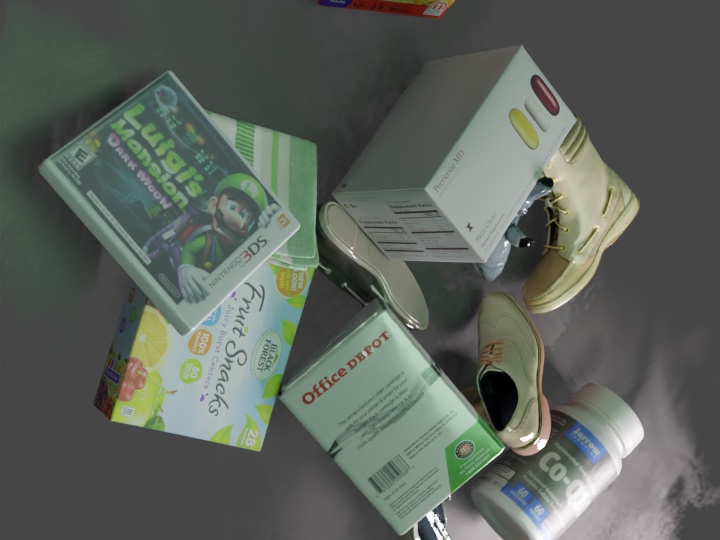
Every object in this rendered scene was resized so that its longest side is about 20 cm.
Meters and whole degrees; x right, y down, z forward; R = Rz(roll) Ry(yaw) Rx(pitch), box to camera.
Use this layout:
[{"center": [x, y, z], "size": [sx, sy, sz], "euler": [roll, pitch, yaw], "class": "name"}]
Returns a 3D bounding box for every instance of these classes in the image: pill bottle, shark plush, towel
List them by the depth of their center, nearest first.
[{"center": [-0.129, -0.087, 1.273], "size": [0.200, 0.023, 0.153], "euler": [14, 62, -30], "class": "towel"}, {"center": [0.168, -0.058, 1.408], "size": [0.091, 0.200, 0.083], "euler": [-19, 77, -37], "class": "shark plush"}, {"center": [0.237, 0.233, 1.536], "size": [0.200, 0.114, 0.114], "euler": [-42, 117, -18], "class": "pill bottle"}]

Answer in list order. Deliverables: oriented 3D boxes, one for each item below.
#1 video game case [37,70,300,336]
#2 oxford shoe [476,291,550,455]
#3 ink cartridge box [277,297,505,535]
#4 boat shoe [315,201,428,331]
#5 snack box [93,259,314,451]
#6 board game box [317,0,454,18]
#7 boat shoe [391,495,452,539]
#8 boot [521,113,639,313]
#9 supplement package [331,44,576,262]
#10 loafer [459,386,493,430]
[{"center": [-0.171, -0.067, 1.201], "size": [0.200, 0.023, 0.182], "euler": [50, 48, -7], "class": "video game case"}, {"center": [0.162, 0.103, 1.438], "size": [0.071, 0.200, 0.074], "euler": [-29, 143, 24], "class": "oxford shoe"}, {"center": [0.029, 0.149, 1.350], "size": [0.147, 0.083, 0.200], "euler": [-39, 100, 1], "class": "ink cartridge box"}, {"center": [0.000, 0.000, 1.394], "size": [0.200, 0.057, 0.067], "euler": [46, 40, -32], "class": "boat shoe"}, {"center": [-0.155, 0.065, 1.298], "size": [0.168, 0.068, 0.200], "euler": [18, 91, -29], "class": "snack box"}, {"center": [0.061, -0.332, 1.281], "size": [0.151, 0.200, 0.046], "euler": [-1, 65, -30], "class": "board game box"}, {"center": [0.071, 0.282, 1.470], "size": [0.062, 0.075, 0.200], "euler": [-32, 115, -20], "class": "boat shoe"}, {"center": [0.226, -0.065, 1.496], "size": [0.200, 0.073, 0.156], "euler": [-49, 119, -16], "class": "boot"}, {"center": [0.097, -0.119, 1.342], "size": [0.111, 0.156, 0.200], "euler": [46, 65, -28], "class": "supplement package"}, {"center": [0.110, 0.173, 1.478], "size": [0.200, 0.076, 0.068], "euler": [-4, 67, -23], "class": "loafer"}]
